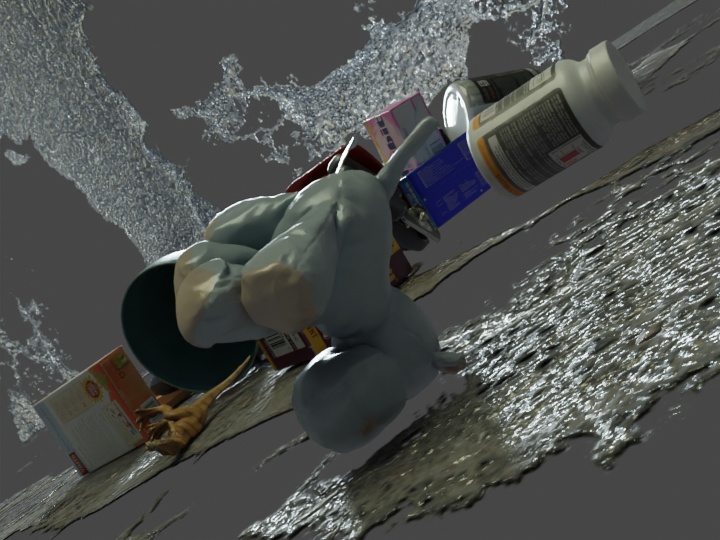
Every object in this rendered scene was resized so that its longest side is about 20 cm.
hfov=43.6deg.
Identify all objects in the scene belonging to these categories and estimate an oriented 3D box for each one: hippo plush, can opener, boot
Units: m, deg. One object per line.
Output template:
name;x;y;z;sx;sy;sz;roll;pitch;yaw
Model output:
hippo plush;-0.023;0.027;0.614;0.157;0.163;0.200;-4;33;45
can opener;0.029;-0.080;1.204;0.067;0.198;0.054;-47;36;22
boot;-0.257;0.126;1.417;0.096;0.076;0.200;-27;11;28

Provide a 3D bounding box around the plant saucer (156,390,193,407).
plant saucer;-0.333;0.216;1.523;0.198;0.033;0.200;-34;5;4

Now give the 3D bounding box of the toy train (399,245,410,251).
toy train;0.000;0.000;1.364;0.198;0.034;0.046;-34;4;11

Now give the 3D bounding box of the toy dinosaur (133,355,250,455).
toy dinosaur;-0.208;0.179;1.087;0.104;0.062;0.200;-6;21;18

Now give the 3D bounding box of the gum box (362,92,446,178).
gum box;0.094;-0.179;1.480;0.065;0.203;0.113;-32;11;-20

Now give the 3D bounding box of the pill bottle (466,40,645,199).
pill bottle;0.236;-0.182;1.095;0.198;0.118;0.116;-30;7;30

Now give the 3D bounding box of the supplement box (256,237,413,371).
supplement box;-0.049;0.009;1.102;0.199;0.132;0.102;-40;10;-39

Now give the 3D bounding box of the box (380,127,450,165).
box;0.117;-0.175;1.664;0.147;0.126;0.200;-33;7;7

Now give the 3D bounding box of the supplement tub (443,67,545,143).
supplement tub;0.250;-0.277;1.543;0.196;0.125;0.122;-14;0;-16

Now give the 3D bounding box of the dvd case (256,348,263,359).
dvd case;-0.156;0.110;1.442;0.141;0.018;0.200;-29;7;37

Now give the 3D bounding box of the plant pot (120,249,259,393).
plant pot;-0.223;0.051;1.280;0.198;0.201;0.135;-31;17;23

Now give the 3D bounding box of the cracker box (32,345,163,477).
cracker box;-0.391;0.215;1.353;0.198;0.135;0.058;-30;6;36

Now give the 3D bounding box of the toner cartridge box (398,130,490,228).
toner cartridge box;0.161;-0.157;1.419;0.199;0.096;0.043;-36;6;-20

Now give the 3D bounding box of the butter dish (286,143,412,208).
butter dish;-0.017;-0.067;1.442;0.198;0.199;0.150;-28;31;43
